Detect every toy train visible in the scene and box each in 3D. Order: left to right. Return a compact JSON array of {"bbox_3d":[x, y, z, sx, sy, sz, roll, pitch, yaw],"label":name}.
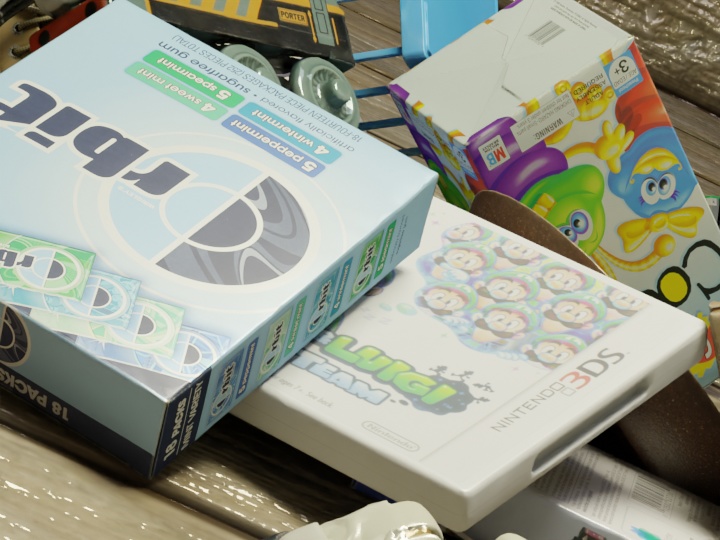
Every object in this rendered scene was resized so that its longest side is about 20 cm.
[{"bbox_3d":[-0.081,-0.109,1.272,0.200,0.085,0.114,6,64,-47],"label":"toy train"}]

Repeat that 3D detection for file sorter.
[{"bbox_3d":[0.001,-0.138,1.459,0.122,0.139,0.200,-7,-20,13],"label":"file sorter"}]

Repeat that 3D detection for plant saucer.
[{"bbox_3d":[0.107,0.051,1.219,0.201,0.037,0.200,49,-10,12],"label":"plant saucer"}]

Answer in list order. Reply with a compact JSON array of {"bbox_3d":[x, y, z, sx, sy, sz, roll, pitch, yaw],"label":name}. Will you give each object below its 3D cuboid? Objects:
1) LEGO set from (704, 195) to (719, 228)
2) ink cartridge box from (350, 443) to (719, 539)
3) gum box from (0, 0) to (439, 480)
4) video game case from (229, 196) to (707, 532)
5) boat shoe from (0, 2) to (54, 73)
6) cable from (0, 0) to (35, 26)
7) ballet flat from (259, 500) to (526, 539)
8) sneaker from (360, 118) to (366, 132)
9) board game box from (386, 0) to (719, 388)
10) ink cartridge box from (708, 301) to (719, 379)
[{"bbox_3d":[0.152,0.014,1.560,0.153,0.116,0.200,-1,-4,23],"label":"LEGO set"},{"bbox_3d":[0.072,0.095,1.113,0.200,0.042,0.119,28,12,5],"label":"ink cartridge box"},{"bbox_3d":[-0.091,-0.021,1.044,0.170,0.045,0.200,30,41,18],"label":"gum box"},{"bbox_3d":[0.015,0.023,1.083,0.200,0.024,0.182,26,35,29],"label":"video game case"},{"bbox_3d":[-0.169,-0.114,1.309,0.075,0.074,0.200,2,43,-29],"label":"boat shoe"},{"bbox_3d":[-0.193,-0.125,1.240,0.097,0.200,0.050,45,-19,31],"label":"cable"},{"bbox_3d":[0.024,0.113,0.862,0.200,0.073,0.073,20,13,-25],"label":"ballet flat"},{"bbox_3d":[-0.069,-0.097,1.578,0.200,0.071,0.080,21,15,-27],"label":"sneaker"},{"bbox_3d":[0.113,-0.028,1.343,0.200,0.103,0.105,61,-9,-29],"label":"board game box"},{"bbox_3d":[0.217,0.080,1.175,0.075,0.165,0.200,-10,3,16],"label":"ink cartridge box"}]
